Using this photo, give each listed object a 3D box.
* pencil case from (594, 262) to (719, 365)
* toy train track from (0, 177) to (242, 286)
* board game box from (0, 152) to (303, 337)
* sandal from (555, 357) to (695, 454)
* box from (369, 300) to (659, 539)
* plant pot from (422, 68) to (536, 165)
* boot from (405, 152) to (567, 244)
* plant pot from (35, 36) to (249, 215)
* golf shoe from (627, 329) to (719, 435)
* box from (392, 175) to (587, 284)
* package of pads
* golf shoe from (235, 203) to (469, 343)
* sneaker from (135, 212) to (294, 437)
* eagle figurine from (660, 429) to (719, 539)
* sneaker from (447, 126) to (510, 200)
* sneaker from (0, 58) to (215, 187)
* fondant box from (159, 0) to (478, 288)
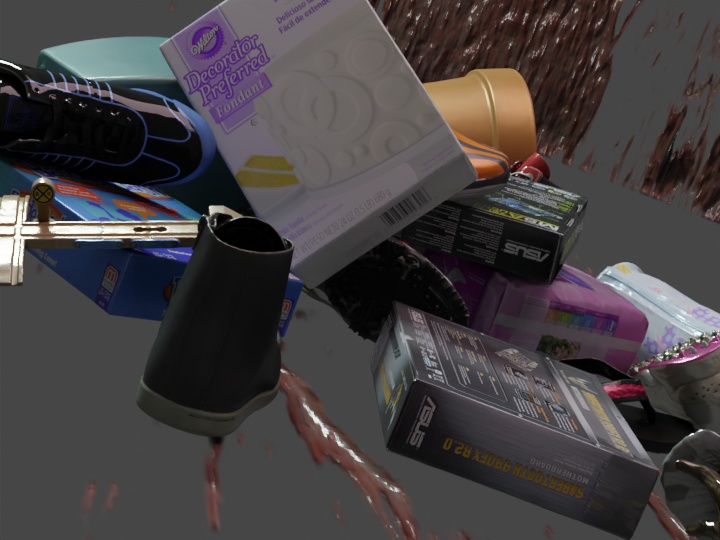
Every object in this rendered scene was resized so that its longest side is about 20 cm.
[{"bbox_3d":[0.289,0.064,1.463,0.200,0.083,0.091,33,-7,48],"label":"pencil case"},{"bbox_3d":[-0.168,-0.032,0.970,0.198,0.033,0.115,0,28,-10],"label":"toy train track"},{"bbox_3d":[-0.157,-0.022,1.093,0.151,0.045,0.199,10,15,-47],"label":"board game box"},{"bbox_3d":[0.163,0.087,1.200,0.199,0.045,0.075,20,10,-14],"label":"sandal"},{"bbox_3d":[0.090,0.089,1.034,0.157,0.049,0.200,21,11,-8],"label":"box"},{"bbox_3d":[0.085,-0.113,1.696,0.139,0.202,0.200,2,15,-13],"label":"plant pot"},{"bbox_3d":[0.101,-0.051,1.491,0.199,0.145,0.072,13,15,-33],"label":"boot"},{"bbox_3d":[-0.155,-0.106,1.279,0.199,0.142,0.141,5,18,-36],"label":"plant pot"},{"bbox_3d":[0.264,0.102,1.304,0.092,0.075,0.200,64,0,5],"label":"golf shoe"},{"bbox_3d":[0.077,-0.053,1.317,0.198,0.048,0.193,16,17,9],"label":"box"},{"bbox_3d":[0.131,0.030,1.340,0.199,0.076,0.120,12,12,-44],"label":"package of pads"},{"bbox_3d":[0.000,0.000,1.219,0.199,0.078,0.094,27,11,17],"label":"golf shoe"},{"bbox_3d":[-0.066,0.017,0.915,0.074,0.107,0.200,21,11,-3],"label":"sneaker"},{"bbox_3d":[0.291,0.140,0.951,0.199,0.152,0.152,-3,58,-28],"label":"eagle figurine"},{"bbox_3d":[0.024,-0.121,1.215,0.198,0.113,0.078,9,20,-9],"label":"sneaker"},{"bbox_3d":[-0.198,-0.097,1.094,0.198,0.071,0.078,14,12,0],"label":"sneaker"},{"bbox_3d":[-0.031,-0.111,1.139,0.201,0.144,0.058,58,5,21],"label":"fondant box"}]
